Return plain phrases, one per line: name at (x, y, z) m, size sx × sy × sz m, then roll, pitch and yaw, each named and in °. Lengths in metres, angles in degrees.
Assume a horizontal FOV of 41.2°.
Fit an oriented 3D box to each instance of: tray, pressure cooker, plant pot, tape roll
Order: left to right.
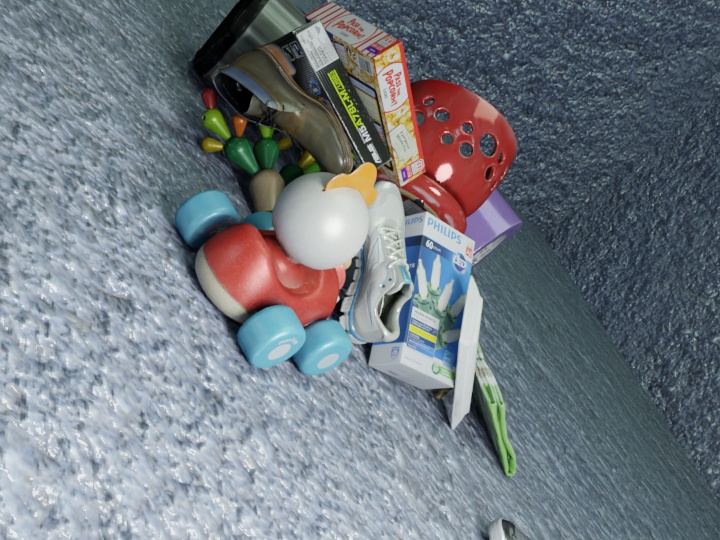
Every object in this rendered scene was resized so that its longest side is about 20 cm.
pressure cooker at (-0.127, -0.302, 1.427) m, size 0.200 × 0.179 × 0.176 m, roll 40°, pitch 10°, yaw -19°
plant pot at (0.106, -0.155, 1.427) m, size 0.200 × 0.183 × 0.201 m, roll 29°, pitch -22°, yaw 13°
tape roll at (0.182, -0.055, 1.687) m, size 0.085 × 0.200 × 0.200 m, roll 52°, pitch 15°, yaw 9°
tray at (0.137, 0.109, 1.223) m, size 0.200 × 0.022 × 0.108 m, roll 88°, pitch 12°, yaw -49°

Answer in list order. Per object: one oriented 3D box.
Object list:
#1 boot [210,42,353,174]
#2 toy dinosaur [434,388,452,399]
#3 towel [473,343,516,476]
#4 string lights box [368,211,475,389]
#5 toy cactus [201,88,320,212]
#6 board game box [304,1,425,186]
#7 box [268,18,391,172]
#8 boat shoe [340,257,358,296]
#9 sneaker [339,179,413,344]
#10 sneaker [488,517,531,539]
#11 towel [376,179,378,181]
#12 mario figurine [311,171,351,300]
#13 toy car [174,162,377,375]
boot at (-0.098, -0.184, 1.170) m, size 0.097 × 0.075 × 0.200 m, roll -29°, pitch 76°, yaw -41°
toy dinosaur at (0.124, 0.081, 1.337) m, size 0.101 × 0.058 × 0.201 m, roll 146°, pitch -53°, yaw -74°
towel at (0.182, 0.173, 1.365) m, size 0.200 × 0.031 × 0.150 m, roll -107°, pitch 179°, yaw -54°
string lights box at (0.080, 0.039, 1.215) m, size 0.103 × 0.059 × 0.201 m, roll 27°, pitch 65°, yaw -39°
toy cactus at (-0.131, -0.135, 1.234) m, size 0.200 × 0.102 × 0.165 m, roll 37°, pitch 39°, yaw -49°
board game box at (0.007, -0.224, 1.228) m, size 0.151 × 0.046 × 0.200 m, roll 41°, pitch -23°, yaw 40°
box at (-0.058, -0.216, 1.259) m, size 0.200 × 0.047 × 0.193 m, roll 62°, pitch -22°, yaw -15°
boat shoe at (-0.003, 0.001, 1.279) m, size 0.068 × 0.073 × 0.199 m, roll 62°, pitch -4°, yaw -25°
sneaker at (0.034, -0.008, 1.139) m, size 0.075 × 0.201 × 0.087 m, roll 5°, pitch 0°, yaw -38°
sneaker at (0.241, 0.341, 1.084) m, size 0.200 × 0.114 × 0.075 m, roll 50°, pitch 15°, yaw -1°
towel at (0.042, -0.029, 1.330) m, size 0.148 × 0.049 × 0.201 m, roll 161°, pitch -94°, yaw -79°
mario figurine at (-0.042, -0.035, 1.148) m, size 0.123 × 0.106 × 0.200 m, roll 48°, pitch 23°, yaw -28°
toy car at (-0.047, -0.029, 0.958) m, size 0.177 × 0.200 × 0.185 m, roll 21°, pitch 33°, yaw -59°
